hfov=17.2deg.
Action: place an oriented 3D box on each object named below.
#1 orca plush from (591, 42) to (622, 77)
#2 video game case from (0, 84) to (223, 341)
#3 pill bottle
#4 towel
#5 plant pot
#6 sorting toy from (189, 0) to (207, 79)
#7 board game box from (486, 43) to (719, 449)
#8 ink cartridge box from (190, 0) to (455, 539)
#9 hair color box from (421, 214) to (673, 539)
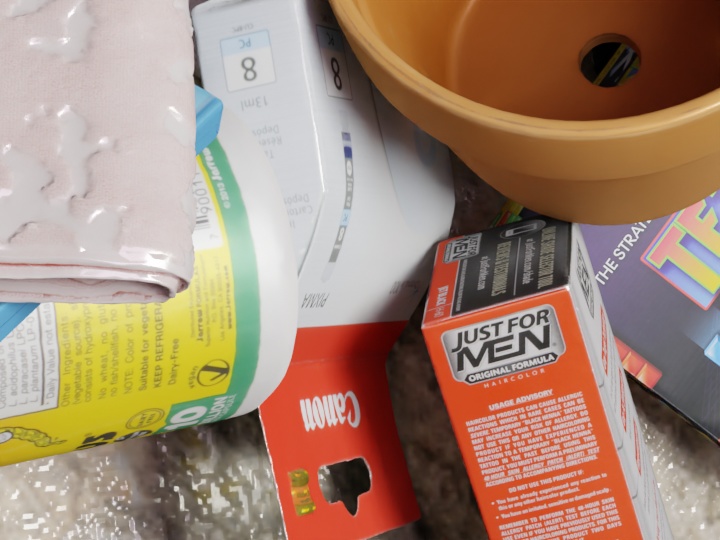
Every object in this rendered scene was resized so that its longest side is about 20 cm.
[{"bbox_3d":[0.178,-0.157,1.042,0.200,0.071,0.105,-37,100,-25],"label":"orca plush"},{"bbox_3d":[-0.163,-0.057,0.737,0.199,0.018,0.143,29,46,15],"label":"video game case"},{"bbox_3d":[-0.131,0.010,0.775,0.199,0.113,0.113,-10,89,-27],"label":"pill bottle"},{"bbox_3d":[-0.143,-0.088,0.694,0.190,0.032,0.201,2,67,-9],"label":"towel"},{"bbox_3d":[0.089,-0.106,0.875,0.199,0.140,0.201,-4,64,8],"label":"plant pot"},{"bbox_3d":[-0.046,-0.174,0.925,0.199,0.107,0.181,-30,113,-8],"label":"sorting toy"},{"bbox_3d":[0.171,-0.035,0.998,0.165,0.057,0.200,36,90,-19],"label":"board game box"},{"bbox_3d":[0.000,0.000,0.896,0.047,0.160,0.201,-12,86,18],"label":"ink cartridge box"},{"bbox_3d":[0.083,0.088,0.924,0.061,0.102,0.201,-15,106,10],"label":"hair color box"}]
